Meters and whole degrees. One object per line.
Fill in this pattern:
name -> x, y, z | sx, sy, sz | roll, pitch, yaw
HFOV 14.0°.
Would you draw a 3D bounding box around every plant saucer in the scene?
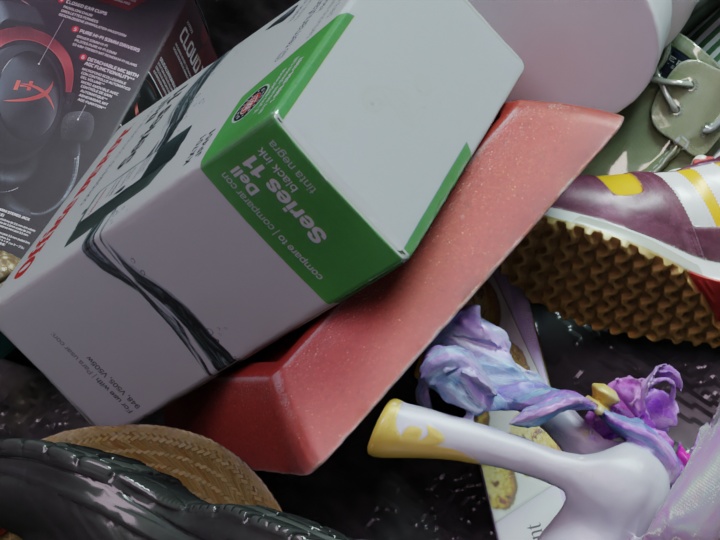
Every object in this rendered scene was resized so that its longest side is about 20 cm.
plant saucer -> 0.000, 0.000, 1.250 | 0.037, 0.200, 0.200 | 45, 75, -13

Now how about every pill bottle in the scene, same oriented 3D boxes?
pill bottle -> 0.103, -0.159, 1.311 | 0.113, 0.114, 0.200 | 4, 38, 13

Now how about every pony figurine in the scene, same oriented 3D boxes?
pony figurine -> 0.103, 0.095, 1.167 | 0.200, 0.167, 0.193 | 24, 90, 9

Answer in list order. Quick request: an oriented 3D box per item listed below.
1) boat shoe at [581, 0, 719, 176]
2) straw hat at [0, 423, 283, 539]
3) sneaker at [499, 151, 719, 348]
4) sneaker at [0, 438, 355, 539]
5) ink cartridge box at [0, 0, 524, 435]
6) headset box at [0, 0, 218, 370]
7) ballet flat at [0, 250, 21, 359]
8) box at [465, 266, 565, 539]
boat shoe -> 0.145, -0.086, 1.332 | 0.072, 0.062, 0.200 | 37, 75, 26
straw hat -> -0.091, 0.163, 1.226 | 0.201, 0.085, 0.201 | -11, 65, 24
sneaker -> 0.153, -0.020, 1.285 | 0.200, 0.075, 0.090 | 14, 56, -1
sneaker -> -0.087, 0.122, 1.149 | 0.200, 0.076, 0.091 | 17, 89, 37
ink cartridge box -> -0.046, -0.033, 1.223 | 0.200, 0.083, 0.147 | -32, 18, 40
headset box -> -0.168, -0.070, 1.377 | 0.148, 0.075, 0.200 | 17, 67, 19
ballet flat -> -0.222, 0.047, 1.230 | 0.065, 0.071, 0.200 | 35, 48, 22
box -> 0.072, 0.087, 1.266 | 0.041, 0.039, 0.200 | -14, 60, 3
